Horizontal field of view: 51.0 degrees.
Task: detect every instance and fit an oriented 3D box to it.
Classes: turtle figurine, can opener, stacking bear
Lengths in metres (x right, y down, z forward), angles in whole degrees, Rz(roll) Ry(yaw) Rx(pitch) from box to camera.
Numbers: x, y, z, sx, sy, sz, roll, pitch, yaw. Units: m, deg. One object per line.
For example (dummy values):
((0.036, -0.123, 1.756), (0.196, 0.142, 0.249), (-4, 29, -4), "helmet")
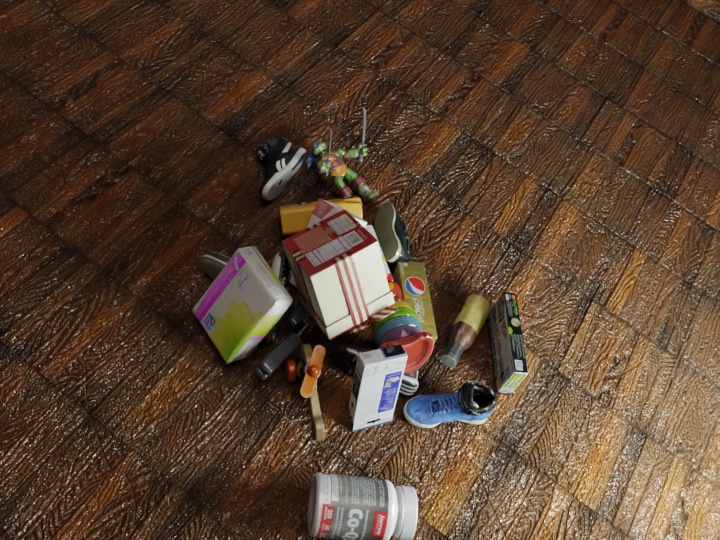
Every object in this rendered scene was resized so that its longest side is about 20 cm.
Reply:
((-0.032, -0.256, 1.851), (0.196, 0.198, 0.144), (54, 24, -4), "turtle figurine")
((-0.161, 0.145, 1.595), (0.067, 0.053, 0.200), (46, 46, 0), "can opener")
((0.070, 0.105, 1.603), (0.119, 0.115, 0.203), (-15, 51, -5), "stacking bear")

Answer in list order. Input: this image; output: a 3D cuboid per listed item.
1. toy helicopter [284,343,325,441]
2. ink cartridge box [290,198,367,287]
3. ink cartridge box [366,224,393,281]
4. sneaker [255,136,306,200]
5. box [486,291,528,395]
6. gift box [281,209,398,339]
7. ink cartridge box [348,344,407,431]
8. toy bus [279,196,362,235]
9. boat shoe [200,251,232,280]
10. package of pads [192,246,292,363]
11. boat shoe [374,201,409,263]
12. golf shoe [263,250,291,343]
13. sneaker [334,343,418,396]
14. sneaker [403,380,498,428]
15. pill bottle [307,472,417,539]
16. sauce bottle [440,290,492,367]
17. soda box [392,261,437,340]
((-0.096, 0.241, 1.522), (0.077, 0.133, 0.204), (-3, 58, -17), "toy helicopter")
((-0.078, -0.043, 1.698), (0.067, 0.204, 0.116), (14, 13, -48), "ink cartridge box")
((0.000, 0.000, 1.752), (0.113, 0.068, 0.203), (-8, 60, -20), "ink cartridge box")
((-0.225, -0.256, 1.864), (0.110, 0.074, 0.201), (27, 46, 7), "sneaker")
((0.330, 0.164, 1.710), (0.034, 0.111, 0.204), (6, 56, -11), "box")
((-0.030, 0.012, 1.550), (0.196, 0.190, 0.185), (-23, 37, -11), "gift box")
((0.031, 0.239, 1.529), (0.097, 0.203, 0.039), (-10, 42, -23), "ink cartridge box")
((-0.091, -0.130, 1.784), (0.195, 0.078, 0.067), (-8, 101, -6), "toy bus")
((-0.259, 0.012, 1.672), (0.198, 0.072, 0.061), (31, 49, -3), "boat shoe")
((-0.244, 0.075, 1.556), (0.155, 0.201, 0.068), (50, 26, 20), "package of pads")
((0.085, -0.085, 1.834), (0.065, 0.075, 0.201), (30, 27, -31), "boat shoe")
((-0.199, 0.051, 1.597), (0.086, 0.205, 0.077), (16, 11, 7), "golf shoe")
((0.042, 0.186, 1.646), (0.197, 0.076, 0.117), (27, 47, -8), "sneaker")
((0.194, 0.279, 1.593), (0.195, 0.112, 0.078), (5, 55, -12), "sneaker")
((0.003, 0.450, 1.422), (0.195, 0.115, 0.116), (8, 55, -10), "pill bottle")
((0.240, 0.134, 1.732), (0.065, 0.067, 0.201), (32, 53, 7), "sauce bottle")
((0.123, 0.082, 1.734), (0.066, 0.064, 0.204), (1, 57, -14), "soda box")
